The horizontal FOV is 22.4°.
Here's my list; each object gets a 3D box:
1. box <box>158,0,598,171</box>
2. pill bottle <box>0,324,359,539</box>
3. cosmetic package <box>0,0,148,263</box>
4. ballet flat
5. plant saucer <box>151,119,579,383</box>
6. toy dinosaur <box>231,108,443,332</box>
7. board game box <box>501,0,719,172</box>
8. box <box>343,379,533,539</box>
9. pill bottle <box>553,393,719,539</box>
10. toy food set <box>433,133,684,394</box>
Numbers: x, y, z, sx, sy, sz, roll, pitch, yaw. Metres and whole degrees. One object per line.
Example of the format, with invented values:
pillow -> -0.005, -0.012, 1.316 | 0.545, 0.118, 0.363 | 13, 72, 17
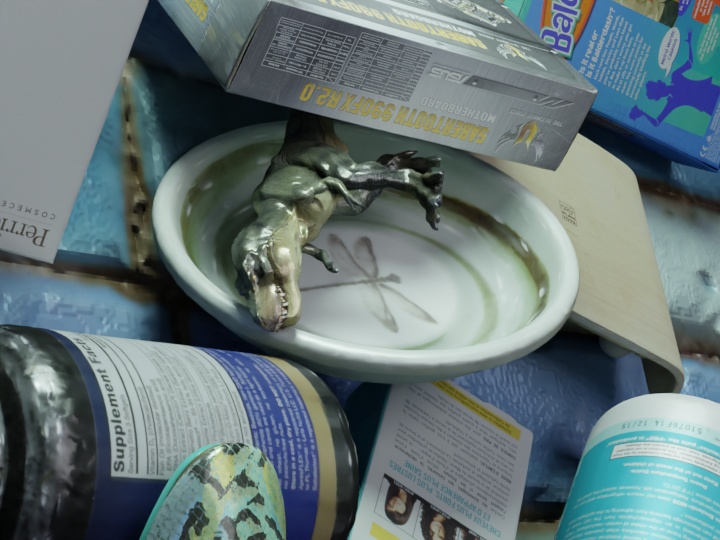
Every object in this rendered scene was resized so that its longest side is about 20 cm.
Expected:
box -> -0.004, -0.124, 0.882 | 0.199, 0.049, 0.159 | 10, 29, -37
pill bottle -> -0.107, 0.080, 0.701 | 0.199, 0.112, 0.113 | 9, 64, -42
cosmetic package -> -0.142, -0.117, 0.700 | 0.107, 0.085, 0.201 | 14, 101, -31
ballet flat -> -0.059, 0.163, 0.659 | 0.074, 0.074, 0.201 | 3, 110, -44
plant saucer -> 0.000, 0.000, 0.847 | 0.199, 0.050, 0.201 | 9, 33, -6
toy dinosaur -> -0.007, -0.041, 0.823 | 0.088, 0.048, 0.200 | 5, 30, 1
board game box -> 0.163, -0.162, 1.088 | 0.199, 0.045, 0.153 | 20, 90, -38
box -> 0.019, 0.130, 0.797 | 0.082, 0.049, 0.200 | 34, 39, -13
pill bottle -> 0.143, 0.166, 0.908 | 0.111, 0.111, 0.200 | 45, 45, -19
toy food set -> 0.092, -0.017, 0.998 | 0.199, 0.060, 0.144 | 27, 42, -35
